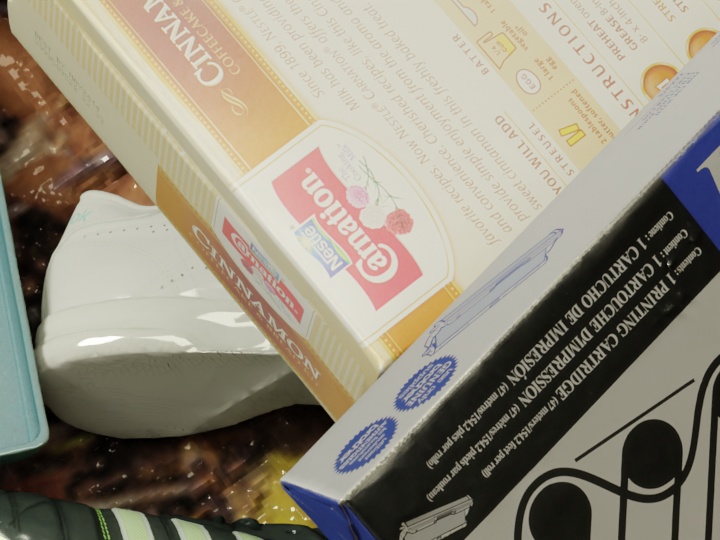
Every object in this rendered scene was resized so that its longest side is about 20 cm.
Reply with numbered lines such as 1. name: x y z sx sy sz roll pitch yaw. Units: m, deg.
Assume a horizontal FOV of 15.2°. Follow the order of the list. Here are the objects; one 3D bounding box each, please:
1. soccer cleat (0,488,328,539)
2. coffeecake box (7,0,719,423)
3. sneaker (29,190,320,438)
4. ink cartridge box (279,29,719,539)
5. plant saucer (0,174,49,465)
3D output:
1. soccer cleat: -0.051 0.101 0.794 0.199 0.068 0.081 16 33 21
2. coffeecake box: 0.029 -0.078 0.731 0.200 0.073 0.154 -37 79 -17
3. sneaker: 0.000 0.000 0.827 0.199 0.075 0.089 1 57 5
4. ink cartridge box: 0.083 0.016 0.664 0.200 0.044 0.094 -46 109 -15
5. plant saucer: -0.145 -0.017 0.843 0.070 0.019 0.201 -13 56 -3
